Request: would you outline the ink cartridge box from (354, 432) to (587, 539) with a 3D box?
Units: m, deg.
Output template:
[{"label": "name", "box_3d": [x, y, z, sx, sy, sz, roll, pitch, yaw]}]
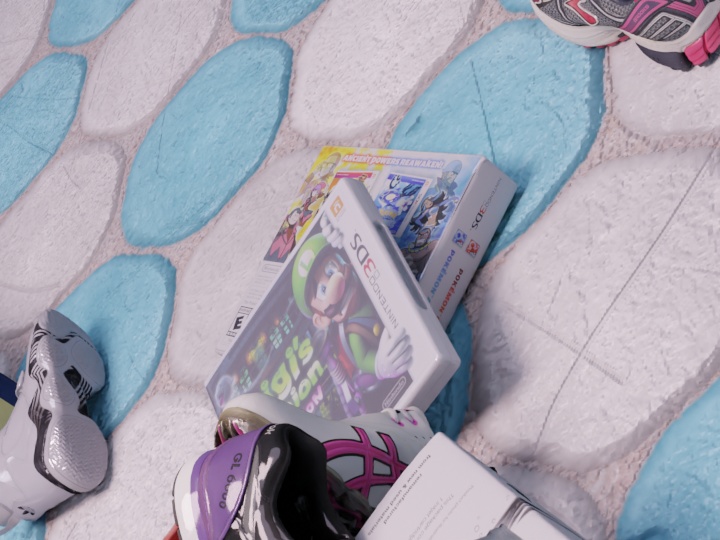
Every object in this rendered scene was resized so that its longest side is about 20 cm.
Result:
[{"label": "ink cartridge box", "box_3d": [0.106, 0.182, 0.882, 0.086, 0.146, 0.200, -54, 33, -2]}]

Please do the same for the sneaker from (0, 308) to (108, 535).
[{"label": "sneaker", "box_3d": [-0.272, 0.124, 1.476, 0.115, 0.075, 0.200, -37, 39, 18]}]

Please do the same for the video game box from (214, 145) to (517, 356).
[{"label": "video game box", "box_3d": [0.000, 0.000, 1.282, 0.200, 0.047, 0.183, 10, 71, 54]}]

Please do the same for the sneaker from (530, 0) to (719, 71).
[{"label": "sneaker", "box_3d": [0.175, -0.199, 1.225, 0.081, 0.075, 0.200, -55, 32, -5]}]

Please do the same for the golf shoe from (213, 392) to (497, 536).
[{"label": "golf shoe", "box_3d": [0.000, 0.114, 1.030, 0.072, 0.200, 0.092, -18, 46, 47]}]

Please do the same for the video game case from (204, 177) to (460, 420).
[{"label": "video game case", "box_3d": [-0.026, 0.069, 1.194, 0.200, 0.023, 0.182, -55, 40, 26]}]

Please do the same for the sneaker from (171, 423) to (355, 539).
[{"label": "sneaker", "box_3d": [-0.034, 0.177, 0.904, 0.087, 0.076, 0.201, -28, 74, 40]}]

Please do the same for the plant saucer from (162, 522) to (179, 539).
[{"label": "plant saucer", "box_3d": [-0.074, 0.252, 1.028, 0.200, 0.037, 0.200, -53, 55, 31]}]

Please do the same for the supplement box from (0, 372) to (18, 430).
[{"label": "supplement box", "box_3d": [-0.423, 0.145, 1.531, 0.134, 0.200, 0.201, 0, 59, 52]}]
